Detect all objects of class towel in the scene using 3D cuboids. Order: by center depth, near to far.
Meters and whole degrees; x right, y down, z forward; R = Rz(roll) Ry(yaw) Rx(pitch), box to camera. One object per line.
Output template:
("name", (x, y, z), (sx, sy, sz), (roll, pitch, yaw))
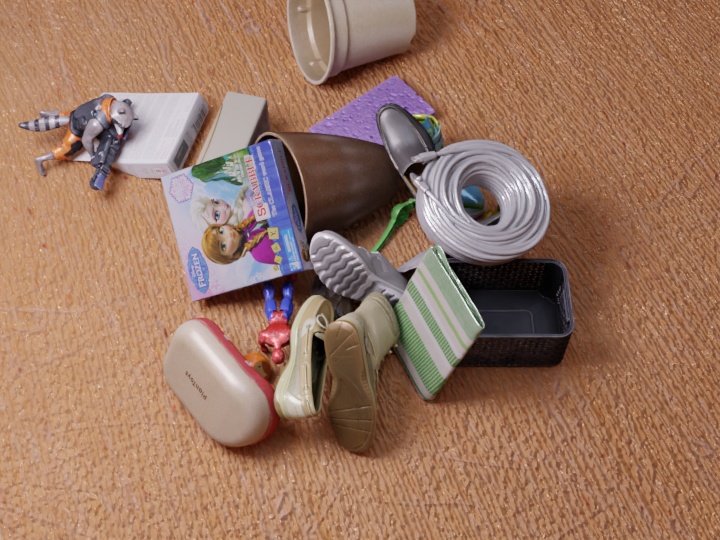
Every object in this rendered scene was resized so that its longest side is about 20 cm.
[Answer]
("towel", (0.102, 0.080, 1.507), (0.023, 0.200, 0.153), (-9, 56, -31))

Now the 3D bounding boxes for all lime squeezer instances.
("lime squeezer", (0.093, -0.089, 1.695), (0.199, 0.038, 0.071), (-23, 41, -1))

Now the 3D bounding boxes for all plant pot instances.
("plant pot", (-0.045, -0.140, 1.669), (0.199, 0.187, 0.187), (-14, 57, -29))
("plant pot", (-0.009, -0.441, 1.858), (0.183, 0.201, 0.201), (-13, 58, -22))

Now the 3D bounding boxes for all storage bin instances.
("storage bin", (0.208, 0.063, 1.579), (0.199, 0.094, 0.136), (0, 57, -2))

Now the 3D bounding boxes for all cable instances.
("cable", (0.180, -0.100, 1.569), (0.199, 0.069, 0.201), (-21, 74, -23))

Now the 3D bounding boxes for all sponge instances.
("sponge", (0.020, -0.251, 1.816), (0.200, 0.030, 0.112), (-35, 64, -22))

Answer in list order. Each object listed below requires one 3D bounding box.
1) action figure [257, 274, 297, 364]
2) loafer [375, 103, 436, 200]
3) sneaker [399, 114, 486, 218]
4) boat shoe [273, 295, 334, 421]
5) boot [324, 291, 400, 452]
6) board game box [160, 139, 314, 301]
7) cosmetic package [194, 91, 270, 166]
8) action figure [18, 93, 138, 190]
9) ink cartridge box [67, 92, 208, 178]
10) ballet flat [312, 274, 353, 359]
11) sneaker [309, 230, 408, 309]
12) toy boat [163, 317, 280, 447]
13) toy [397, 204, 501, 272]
("action figure", (-0.119, 0.087, 1.583), (0.065, 0.099, 0.200), (-4, 35, 0))
("loafer", (0.086, -0.170, 1.636), (0.073, 0.072, 0.200), (-33, 93, 12))
("sneaker", (0.125, -0.174, 1.708), (0.200, 0.131, 0.080), (37, 63, 19))
("boat shoe", (-0.064, 0.121, 1.490), (0.063, 0.073, 0.201), (-7, 45, 28))
("boot", (0.008, 0.144, 1.518), (0.072, 0.201, 0.155), (-2, 16, 22))
("board game box", (-0.187, -0.073, 1.586), (0.199, 0.041, 0.201), (-16, 87, 23))
("cosmetic package", (-0.211, -0.182, 1.725), (0.073, 0.104, 0.201), (11, 57, 7))
("action figure", (-0.454, -0.221, 1.725), (0.193, 0.105, 0.201), (-17, 47, 18))
("ink cartridge box", (-0.377, -0.232, 1.801), (0.199, 0.057, 0.163), (1, 55, 25))
("ballet flat", (-0.036, 0.067, 1.606), (0.067, 0.046, 0.201), (-15, 50, 15))
("sneaker", (0.000, 0.000, 1.593), (0.075, 0.200, 0.082), (-33, 33, 28))
("toy boat", (-0.181, 0.155, 1.513), (0.130, 0.131, 0.200), (-16, 54, -46))
("toy", (0.157, -0.036, 1.648), (0.200, 0.115, 0.047), (-35, 96, -19))
